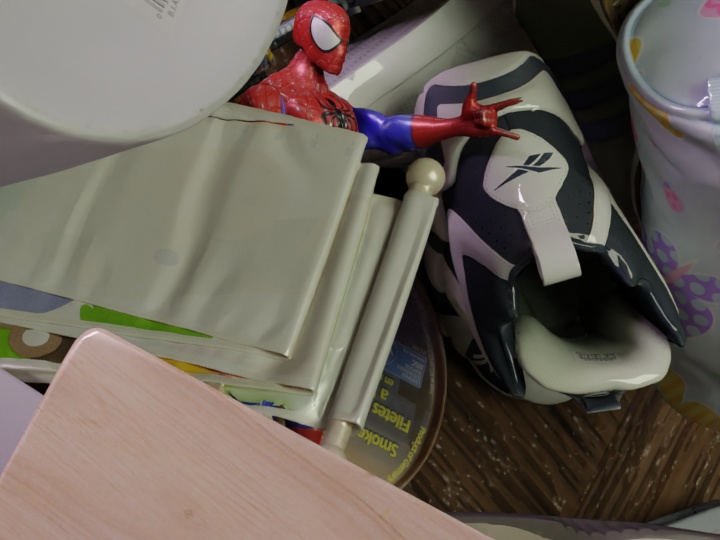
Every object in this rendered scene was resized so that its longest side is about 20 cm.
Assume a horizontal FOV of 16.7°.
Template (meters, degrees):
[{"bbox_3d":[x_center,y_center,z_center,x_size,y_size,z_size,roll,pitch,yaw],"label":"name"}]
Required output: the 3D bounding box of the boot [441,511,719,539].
[{"bbox_3d":[0.063,0.151,0.733,0.200,0.073,0.151,11,77,-37],"label":"boot"}]

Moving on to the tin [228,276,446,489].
[{"bbox_3d":[-0.048,0.023,0.949,0.200,0.042,0.112,30,60,-36],"label":"tin"}]

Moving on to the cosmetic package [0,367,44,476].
[{"bbox_3d":[-0.178,0.050,0.727,0.200,0.107,0.090,34,58,1],"label":"cosmetic package"}]

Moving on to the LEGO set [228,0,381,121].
[{"bbox_3d":[-0.031,-0.161,0.937,0.154,0.116,0.200,-21,97,-42],"label":"LEGO set"}]

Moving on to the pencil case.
[{"bbox_3d":[0.147,-0.024,0.961,0.200,0.083,0.091,78,23,-46],"label":"pencil case"}]

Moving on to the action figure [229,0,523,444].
[{"bbox_3d":[0.000,0.000,0.894,0.065,0.099,0.200,2,88,-51],"label":"action figure"}]

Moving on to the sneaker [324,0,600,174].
[{"bbox_3d":[0.041,-0.054,1.018,0.200,0.074,0.116,-35,104,-41],"label":"sneaker"}]

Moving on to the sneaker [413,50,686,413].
[{"bbox_3d":[0.077,0.023,0.966,0.199,0.079,0.130,84,-10,-50],"label":"sneaker"}]

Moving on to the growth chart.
[{"bbox_3d":[-0.071,-0.008,0.848,0.145,0.200,0.018,-62,157,-24],"label":"growth chart"}]

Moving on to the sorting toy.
[{"bbox_3d":[-0.025,0.150,0.632,0.199,0.200,0.070,-62,166,-4],"label":"sorting toy"}]

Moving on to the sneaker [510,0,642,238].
[{"bbox_3d":[0.106,-0.094,1.005,0.067,0.090,0.200,-36,141,-11],"label":"sneaker"}]

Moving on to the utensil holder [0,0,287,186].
[{"bbox_3d":[-0.143,-0.103,0.771,0.170,0.200,0.170,8,78,-41],"label":"utensil holder"}]

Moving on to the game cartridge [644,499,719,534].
[{"bbox_3d":[0.137,0.173,1.048,0.200,0.041,0.133,-6,85,-63],"label":"game cartridge"}]
